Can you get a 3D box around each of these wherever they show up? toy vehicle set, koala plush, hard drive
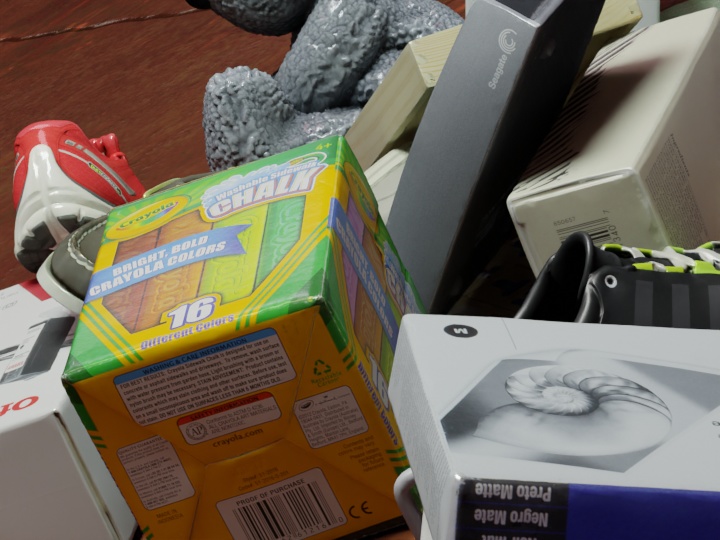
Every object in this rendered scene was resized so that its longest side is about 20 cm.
[{"bbox_3d":[0.064,-0.096,1.443,0.124,0.027,0.200,-19,-10,-17],"label":"toy vehicle set"},{"bbox_3d":[-0.033,-0.166,1.594,0.184,0.200,0.177,-21,2,-3],"label":"koala plush"},{"bbox_3d":[0.064,-0.070,1.289,0.042,0.200,0.135,28,40,11],"label":"hard drive"}]

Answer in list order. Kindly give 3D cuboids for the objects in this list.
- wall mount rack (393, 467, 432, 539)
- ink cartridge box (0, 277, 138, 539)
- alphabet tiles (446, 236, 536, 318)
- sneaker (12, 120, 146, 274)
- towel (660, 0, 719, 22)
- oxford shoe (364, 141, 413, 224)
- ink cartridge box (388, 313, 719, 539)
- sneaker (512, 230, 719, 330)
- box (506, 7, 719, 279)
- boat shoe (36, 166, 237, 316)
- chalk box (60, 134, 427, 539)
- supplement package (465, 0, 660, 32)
[{"bbox_3d":[0.093,0.094,1.006,0.174,0.075,0.200,-23,19,14],"label":"wall mount rack"},{"bbox_3d":[-0.173,0.080,1.324,0.144,0.084,0.200,-19,21,15],"label":"ink cartridge box"},{"bbox_3d":[0.103,0.005,1.320,0.200,0.008,0.167,-30,20,-20],"label":"alphabet tiles"},{"bbox_3d":[-0.132,-0.030,1.456,0.077,0.085,0.200,-15,-20,10],"label":"sneaker"},{"bbox_3d":[0.232,-0.137,1.523,0.152,0.023,0.200,-22,19,8],"label":"towel"},{"bbox_3d":[0.000,0.000,1.373,0.058,0.075,0.200,27,45,23],"label":"oxford shoe"},{"bbox_3d":[0.119,0.073,0.924,0.199,0.041,0.200,3,22,-9],"label":"ink cartridge box"},{"bbox_3d":[0.123,0.015,1.152,0.200,0.083,0.072,-31,21,-21],"label":"sneaker"},{"bbox_3d":[0.138,-0.049,1.293,0.068,0.082,0.200,-15,19,25],"label":"box"},{"bbox_3d":[-0.085,-0.016,1.342,0.202,0.072,0.060,-13,-40,-58],"label":"boat shoe"},{"bbox_3d":[-0.044,0.027,1.217,0.124,0.124,0.200,-19,27,12],"label":"chalk box"},{"bbox_3d":[0.119,-0.197,1.571,0.109,0.114,0.200,1,13,5],"label":"supplement package"}]
